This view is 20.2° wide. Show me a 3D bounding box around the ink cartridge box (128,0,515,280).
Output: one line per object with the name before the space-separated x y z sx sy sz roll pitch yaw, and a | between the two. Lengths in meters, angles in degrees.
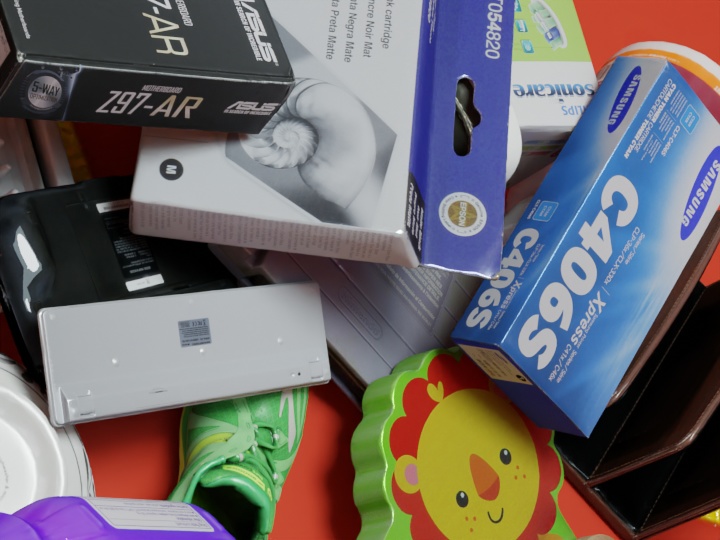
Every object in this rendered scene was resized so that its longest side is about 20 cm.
ink cartridge box | -0.014 -0.101 1.084 0.199 0.041 0.201 7 63 -5

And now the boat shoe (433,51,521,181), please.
boat shoe | 0.009 -0.114 1.157 0.063 0.071 0.200 -9 47 -49

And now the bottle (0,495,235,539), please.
bottle | -0.132 0.142 0.900 0.065 0.084 0.200 40 13 29

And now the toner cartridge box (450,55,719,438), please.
toner cartridge box | 0.138 -0.015 1.156 0.095 0.043 0.201 44 69 -36

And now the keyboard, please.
keyboard | -0.084 0.040 1.031 0.199 0.011 0.057 -6 82 -50

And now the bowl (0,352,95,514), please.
bowl | -0.198 0.106 0.964 0.200 0.094 0.202 17 60 -31

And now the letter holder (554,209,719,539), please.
letter holder | 0.222 0.053 1.271 0.101 0.142 0.200 47 50 -10

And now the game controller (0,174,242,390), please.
game controller | -0.124 0.001 1.065 0.105 0.042 0.200 62 27 7

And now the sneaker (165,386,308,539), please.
sneaker | -0.066 0.116 1.065 0.074 0.083 0.201 37 53 -21

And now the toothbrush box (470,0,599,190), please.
toothbrush box | 0.050 -0.150 1.232 0.086 0.145 0.201 -3 71 -38

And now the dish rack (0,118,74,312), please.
dish rack | -0.244 -0.049 1.033 0.199 0.043 0.173 -8 74 -39

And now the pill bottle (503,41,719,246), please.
pill bottle | 0.162 -0.049 1.290 0.114 0.114 0.200 47 50 -10

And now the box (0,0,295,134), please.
box | -0.135 -0.163 1.015 0.159 0.044 0.201 2 56 -38

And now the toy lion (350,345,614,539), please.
toy lion | 0.055 0.149 1.137 0.192 0.068 0.200 56 49 -14

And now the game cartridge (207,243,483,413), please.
game cartridge | 0.000 0.000 1.167 0.200 0.038 0.130 49 45 -32
